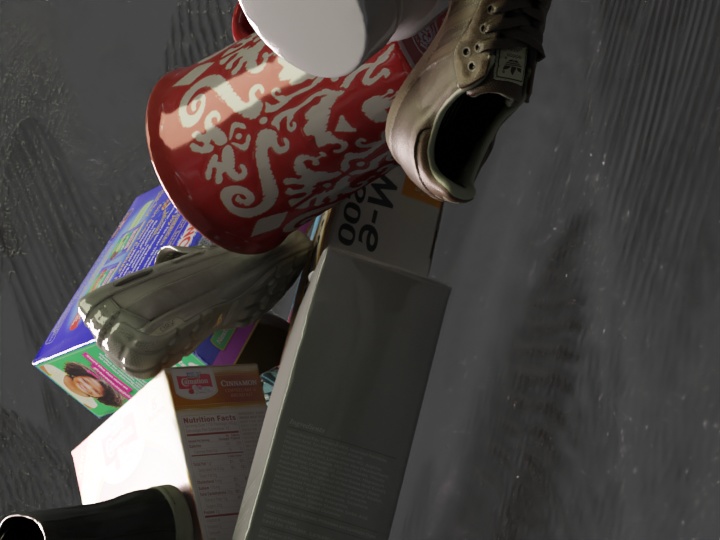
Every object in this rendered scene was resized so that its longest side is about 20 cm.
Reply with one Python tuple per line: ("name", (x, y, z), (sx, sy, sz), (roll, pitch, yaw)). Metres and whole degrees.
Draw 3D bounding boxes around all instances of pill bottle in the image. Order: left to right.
("pill bottle", (0.024, -0.202, 1.207), (0.200, 0.113, 0.113), (-44, -14, -34))

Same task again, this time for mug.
("mug", (-0.029, -0.128, 1.341), (0.200, 0.178, 0.133), (-26, -9, 37))

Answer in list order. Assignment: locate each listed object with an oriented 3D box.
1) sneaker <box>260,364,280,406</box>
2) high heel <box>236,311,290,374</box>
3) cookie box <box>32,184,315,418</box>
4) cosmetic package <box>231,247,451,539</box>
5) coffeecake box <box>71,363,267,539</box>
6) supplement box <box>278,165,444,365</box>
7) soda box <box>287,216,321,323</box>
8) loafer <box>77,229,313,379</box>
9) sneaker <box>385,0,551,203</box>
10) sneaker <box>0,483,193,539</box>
("sneaker", (-0.062, 0.154, 1.438), (0.079, 0.095, 0.200), (4, -66, -55))
("high heel", (-0.105, 0.069, 1.610), (0.143, 0.071, 0.200), (-38, 31, 47))
("cookie box", (-0.134, 0.008, 1.553), (0.200, 0.075, 0.171), (-21, 35, 56))
("cosmetic package", (-0.016, 0.101, 1.230), (0.107, 0.090, 0.201), (117, 172, -69))
("coffeecake box", (-0.108, 0.181, 1.371), (0.153, 0.073, 0.201), (-41, 57, 50))
("supplement box", (0.000, 0.000, 1.487), (0.200, 0.073, 0.126), (113, 172, -53))
("soda box", (-0.013, 0.011, 1.660), (0.064, 0.068, 0.201), (122, 164, -71))
("loafer", (-0.105, 0.007, 1.403), (0.200, 0.070, 0.070), (-27, -27, -52))
("sneaker", (0.079, -0.128, 1.141), (0.076, 0.070, 0.200), (55, 131, 51))
("sneaker", (-0.194, 0.191, 1.337), (0.200, 0.106, 0.075), (-49, 52, 46))
